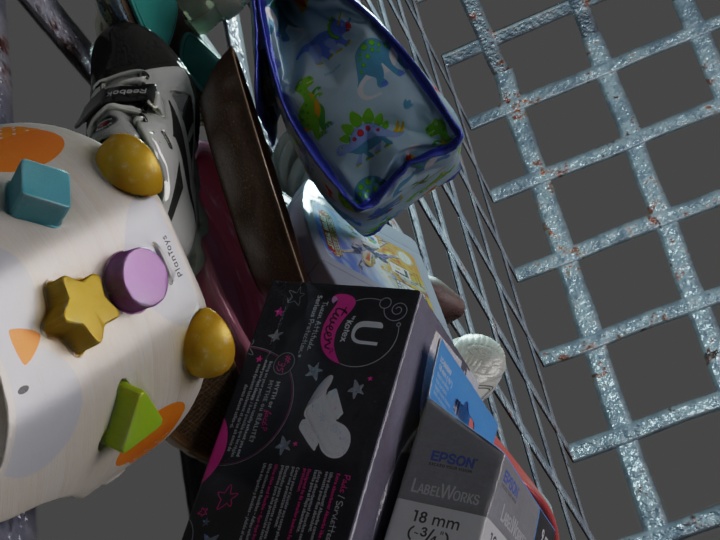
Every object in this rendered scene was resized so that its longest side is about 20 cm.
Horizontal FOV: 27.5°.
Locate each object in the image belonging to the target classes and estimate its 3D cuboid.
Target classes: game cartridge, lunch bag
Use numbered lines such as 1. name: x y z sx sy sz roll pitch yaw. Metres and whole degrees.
1. game cartridge: 0.000 0.000 1.191 0.133 0.042 0.200 32 20 -25
2. lunch bag: -0.018 -0.137 1.135 0.201 0.127 0.170 57 -2 5

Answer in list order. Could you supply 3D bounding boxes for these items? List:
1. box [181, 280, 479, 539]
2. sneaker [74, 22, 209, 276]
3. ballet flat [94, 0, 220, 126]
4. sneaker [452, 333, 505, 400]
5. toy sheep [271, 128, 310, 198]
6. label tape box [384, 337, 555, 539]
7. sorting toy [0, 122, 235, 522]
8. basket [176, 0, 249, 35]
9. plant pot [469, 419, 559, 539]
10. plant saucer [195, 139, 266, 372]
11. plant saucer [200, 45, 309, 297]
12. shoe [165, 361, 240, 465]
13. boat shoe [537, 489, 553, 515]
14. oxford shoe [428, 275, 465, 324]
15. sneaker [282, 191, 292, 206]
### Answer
1. box: -0.012 0.127 0.937 0.132 0.114 0.201 54 47 -51
2. sneaker: -0.150 -0.095 0.987 0.089 0.074 0.201 51 20 -63
3. ballet flat: -0.161 -0.175 1.112 0.200 0.074 0.075 57 16 -46
4. sneaker: 0.057 0.111 1.323 0.199 0.073 0.072 -14 51 -47
5. toy sheep: -0.027 -0.099 1.451 0.200 0.137 0.138 -92 158 -70
6. label tape box: 0.071 0.165 0.912 0.144 0.063 0.201 55 48 -56
7. sorting toy: -0.162 0.031 0.712 0.180 0.106 0.201 -39 109 -58
8. basket: -0.158 -0.300 1.173 0.176 0.139 0.201 50 10 -50
9. plant pot: 0.032 0.174 1.129 0.201 0.200 0.178 62 2 -33
10. plant saucer: -0.103 0.004 1.097 0.200 0.051 0.202 -21 90 -78
11. plant saucer: -0.076 -0.057 1.044 0.200 0.036 0.202 163 -90 -90
12. shoe: -0.104 0.089 0.955 0.070 0.053 0.200 -58 141 -18
13. boat shoe: 0.069 0.195 1.290 0.199 0.067 0.074 23 25 -13
14. oxford shoe: 0.025 0.047 1.367 0.200 0.072 0.072 -18 -123 64
15. sneaker: -0.045 0.003 1.307 0.140 0.077 0.201 -95 161 -53
